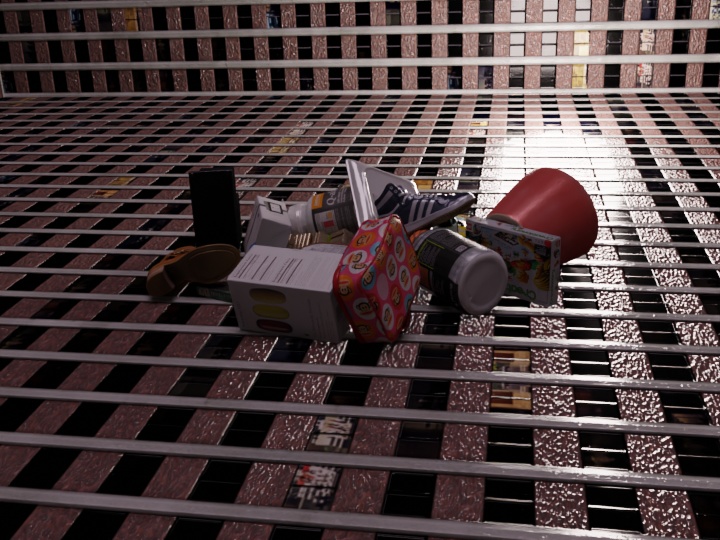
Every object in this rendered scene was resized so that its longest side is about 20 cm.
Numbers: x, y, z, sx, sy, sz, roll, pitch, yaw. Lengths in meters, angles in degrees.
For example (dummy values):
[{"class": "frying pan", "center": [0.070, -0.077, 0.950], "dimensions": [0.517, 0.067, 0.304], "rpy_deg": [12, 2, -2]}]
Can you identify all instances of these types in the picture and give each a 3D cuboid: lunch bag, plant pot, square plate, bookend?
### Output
[{"class": "lunch bag", "center": [0.039, 0.024, 1.510], "dimensions": [0.081, 0.178, 0.201], "rpy_deg": [-8, 34, 31]}, {"class": "plant pot", "center": [0.338, -0.080, 1.742], "dimensions": [0.176, 0.203, 0.199], "rpy_deg": [-30, 33, -35]}, {"class": "square plate", "center": [0.065, -0.132, 1.841], "dimensions": [0.196, 0.028, 0.203], "rpy_deg": [16, 50, -38]}, {"class": "bookend", "center": [-0.313, -0.145, 1.935], "dimensions": [0.090, 0.203, 0.199], "rpy_deg": [-3, 22, -4]}]

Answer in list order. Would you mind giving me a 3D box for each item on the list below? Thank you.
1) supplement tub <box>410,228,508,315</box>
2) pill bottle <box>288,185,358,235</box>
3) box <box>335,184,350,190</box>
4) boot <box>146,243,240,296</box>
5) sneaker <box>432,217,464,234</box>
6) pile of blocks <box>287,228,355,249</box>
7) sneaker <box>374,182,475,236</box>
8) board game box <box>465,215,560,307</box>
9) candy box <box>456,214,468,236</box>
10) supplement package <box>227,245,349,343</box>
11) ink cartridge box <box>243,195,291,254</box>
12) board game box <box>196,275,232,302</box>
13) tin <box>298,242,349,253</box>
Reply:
[{"class": "supplement tub", "center": [0.169, -0.005, 1.637], "dimensions": [0.121, 0.125, 0.199], "rpy_deg": [-14, 25, -27]}, {"class": "pill bottle", "center": [-0.050, -0.115, 1.913], "dimensions": [0.197, 0.118, 0.117], "rpy_deg": [-12, 18, 17]}, {"class": "box", "center": [0.038, -0.172, 2.125], "dimensions": [0.196, 0.050, 0.160], "rpy_deg": [3, 10, 2]}, {"class": "boot", "center": [-0.330, -0.020, 1.755], "dimensions": [0.197, 0.075, 0.155], "rpy_deg": [-18, 16, 0]}, {"class": "sneaker", "center": [0.183, -0.080, 1.830], "dimensions": [0.072, 0.120, 0.201], "rpy_deg": [-2, 20, 5]}, {"class": "pile of blocks", "center": [-0.090, -0.037, 1.856], "dimensions": [0.197, 0.082, 0.063], "rpy_deg": [-2, 62, 27]}, {"class": "sneaker", "center": [0.118, -0.136, 1.722], "dimensions": [0.198, 0.110, 0.070], "rpy_deg": [-24, -9, 18]}, {"class": "board game box", "center": [0.281, -0.020, 1.657], "dimensions": [0.034, 0.128, 0.198], "rpy_deg": [-20, 27, -40]}, {"class": "candy box", "center": [0.249, -0.089, 1.944], "dimensions": [0.101, 0.027, 0.199], "rpy_deg": [1, 17, -31]}, {"class": "supplement package", "center": [-0.114, 0.039, 1.544], "dimensions": [0.197, 0.115, 0.110], "rpy_deg": [6, 37, 22]}, {"class": "ink cartridge box", "center": [-0.198, -0.079, 1.855], "dimensions": [0.067, 0.118, 0.200], "rpy_deg": [14, 17, -15]}, {"class": "board game box", "center": [-0.209, 0.035, 1.712], "dimensions": [0.197, 0.024, 0.104], "rpy_deg": [11, 24, 30]}, {"class": "tin", "center": [-0.064, -0.013, 1.728], "dimensions": [0.198, 0.042, 0.112], "rpy_deg": [7, 36, 41]}]
